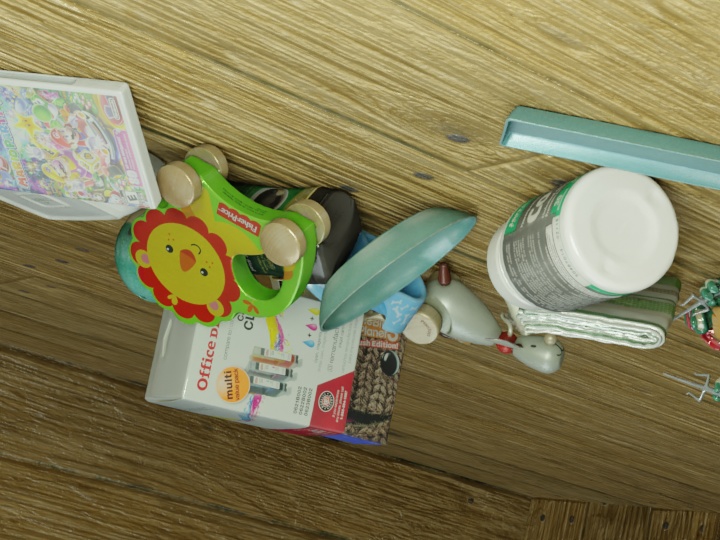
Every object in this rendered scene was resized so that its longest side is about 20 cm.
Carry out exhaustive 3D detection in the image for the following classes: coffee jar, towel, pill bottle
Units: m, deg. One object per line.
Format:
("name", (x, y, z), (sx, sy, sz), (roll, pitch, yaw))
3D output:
("coffee jar", (-0.103, -0.042, 1.544), (0.199, 0.104, 0.086), (6, 131, 27))
("towel", (0.252, 0.034, 1.506), (0.149, 0.031, 0.200), (11, -163, 15))
("pill bottle", (0.196, -0.022, 1.334), (0.113, 0.114, 0.200), (16, 166, -15))

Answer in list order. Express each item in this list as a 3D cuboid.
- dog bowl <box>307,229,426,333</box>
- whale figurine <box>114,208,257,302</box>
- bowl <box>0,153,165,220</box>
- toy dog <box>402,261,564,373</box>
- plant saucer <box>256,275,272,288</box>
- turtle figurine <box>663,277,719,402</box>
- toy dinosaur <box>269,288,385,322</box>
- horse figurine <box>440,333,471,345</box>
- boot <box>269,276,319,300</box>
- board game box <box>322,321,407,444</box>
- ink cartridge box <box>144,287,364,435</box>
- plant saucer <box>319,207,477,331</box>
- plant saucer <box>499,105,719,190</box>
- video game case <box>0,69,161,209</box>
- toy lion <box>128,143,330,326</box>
("dog bowl", (0.000, 0.000, 1.648), (0.050, 0.112, 0.200), (-41, 139, 22))
("whale figurine", (-0.215, 0.001, 1.765), (0.200, 0.104, 0.159), (24, 167, 33))
("bowl", (-0.332, -0.109, 1.559), (0.199, 0.075, 0.199), (1, 164, 37))
("toy dog", (0.150, 0.047, 1.732), (0.199, 0.132, 0.097), (7, 134, -5))
("plant saucer", (-0.165, -0.008, 1.918), (0.199, 0.036, 0.200), (12, 168, 3))
("turtle figurine", (0.402, 0.058, 1.528), (0.199, 0.101, 0.150), (-3, 125, 41))
("toy dinosaur", (-0.016, 0.047, 1.758), (0.101, 0.058, 0.200), (-19, 163, 33))
("horse figurine", (0.081, 0.051, 1.892), (0.132, 0.050, 0.200), (21, 176, 16))
("boot", (-0.089, 0.045, 1.796), (0.073, 0.156, 0.200), (8, 165, 22))
("board game box", (-0.033, 0.124, 1.984), (0.159, 0.201, 0.097), (17, 167, -27))
("ink cartridge box", (-0.123, 0.098, 1.655), (0.199, 0.146, 0.145), (14, 169, -22))
("plant saucer", (0.031, -0.009, 1.506), (0.036, 0.200, 0.200), (54, 171, 9))
("plant saucer", (0.216, -0.101, 1.192), (0.199, 0.019, 0.070), (13, 167, 3))
("video game case", (-0.299, -0.128, 1.405), (0.199, 0.018, 0.144), (8, 136, 19))
("toy lion", (-0.144, -0.016, 1.482), (0.200, 0.069, 0.192), (28, 128, 15))
